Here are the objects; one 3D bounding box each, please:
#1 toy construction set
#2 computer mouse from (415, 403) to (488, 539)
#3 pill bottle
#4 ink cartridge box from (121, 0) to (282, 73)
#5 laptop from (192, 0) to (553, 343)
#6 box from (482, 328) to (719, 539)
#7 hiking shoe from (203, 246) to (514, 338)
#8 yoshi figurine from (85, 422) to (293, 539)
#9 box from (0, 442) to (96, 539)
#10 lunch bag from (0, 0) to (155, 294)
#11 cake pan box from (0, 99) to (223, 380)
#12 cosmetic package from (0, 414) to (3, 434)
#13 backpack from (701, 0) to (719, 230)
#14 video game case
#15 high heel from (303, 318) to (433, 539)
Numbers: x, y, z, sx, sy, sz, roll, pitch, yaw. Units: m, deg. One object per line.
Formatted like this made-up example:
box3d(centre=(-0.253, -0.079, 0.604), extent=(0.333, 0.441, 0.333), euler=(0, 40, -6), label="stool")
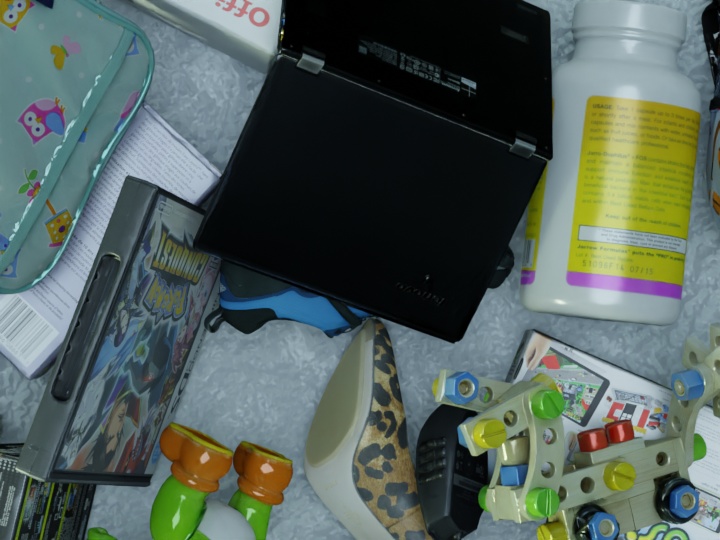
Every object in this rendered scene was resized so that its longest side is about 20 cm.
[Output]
box3d(centre=(0.151, 0.103, 1.329), extent=(0.200, 0.092, 0.131), euler=(-13, 91, -11), label="toy construction set")
box3d(centre=(0.049, 0.179, 1.341), extent=(0.034, 0.059, 0.200), euler=(-2, 72, 27), label="computer mouse")
box3d(centre=(0.163, -0.068, 1.369), extent=(0.104, 0.104, 0.200), euler=(7, 89, -2), label="pill bottle")
box3d(centre=(-0.074, -0.248, 1.375), extent=(0.146, 0.084, 0.200), euler=(26, 87, -1), label="ink cartridge box")
box3d(centre=(0.012, -0.091, 1.330), extent=(0.187, 0.116, 0.200), euler=(20, 49, -20), label="laptop")
box3d(centre=(0.180, 0.127, 1.400), extent=(0.200, 0.035, 0.110), euler=(24, 88, -1), label="box")
box3d(centre=(0.000, 0.000, 1.381), extent=(0.200, 0.074, 0.087), euler=(3, 121, -18), label="hiking shoe")
box3d(centre=(-0.116, 0.200, 1.356), extent=(0.112, 0.112, 0.200), euler=(17, 90, 15), label="yoshi figurine")
box3d(centre=(-0.222, 0.207, 1.319), extent=(0.044, 0.160, 0.200), euler=(13, 89, 10), label="box")
box3d(centre=(-0.220, -0.094, 1.294), extent=(0.160, 0.077, 0.200), euler=(29, 91, -36), label="lunch bag")
box3d(centre=(-0.214, -0.056, 1.383), extent=(0.200, 0.052, 0.184), euler=(42, 89, 0), label="cake pan box")
box3d(centre=(-0.335, 0.164, 1.315), extent=(0.167, 0.166, 0.200), euler=(17, 87, -1), label="cosmetic package")
box3d(centre=(0.313, -0.086, 1.359), extent=(0.200, 0.154, 0.191), euler=(8, 99, -5), label="backpack")
box3d(centre=(-0.136, 0.044, 1.309), extent=(0.025, 0.200, 0.181), euler=(20, 88, 13), label="video game case")
box3d(centre=(0.036, 0.141, 1.397), extent=(0.142, 0.071, 0.200), euler=(19, 69, -29), label="high heel")
